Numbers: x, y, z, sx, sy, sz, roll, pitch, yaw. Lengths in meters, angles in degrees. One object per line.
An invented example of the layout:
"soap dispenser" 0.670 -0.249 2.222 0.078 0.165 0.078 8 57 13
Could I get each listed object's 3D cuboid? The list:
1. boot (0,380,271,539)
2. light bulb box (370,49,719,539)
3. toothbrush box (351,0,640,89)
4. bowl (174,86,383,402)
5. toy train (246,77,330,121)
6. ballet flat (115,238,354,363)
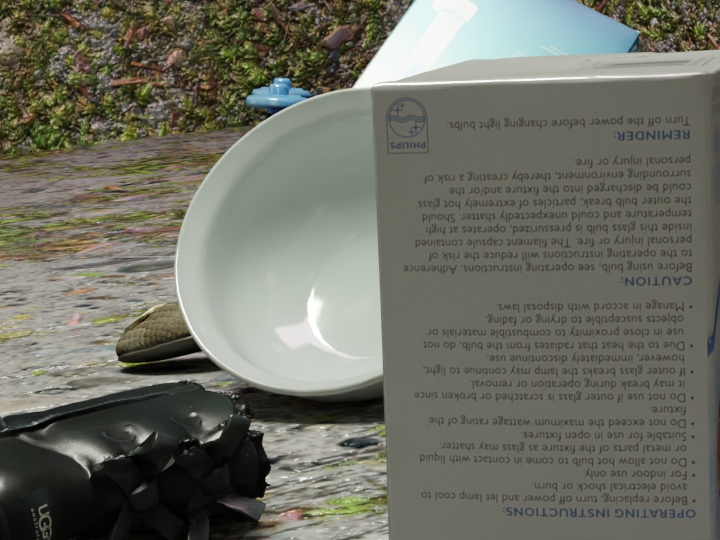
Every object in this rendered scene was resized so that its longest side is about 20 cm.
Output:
"boot" -0.151 0.083 0.901 0.162 0.073 0.198 -14 20 -40
"light bulb box" 0.087 0.017 0.794 0.125 0.200 0.198 0 9 14
"toothbrush box" 0.074 -0.095 1.329 0.146 0.200 0.085 28 -20 16
"bowl" 0.000 0.000 1.166 0.201 0.201 0.090 -1 -29 21
"toy train" -0.026 -0.096 1.478 0.114 0.087 0.200 2 7 -1
"ballet flat" -0.069 0.012 1.272 0.200 0.046 0.067 -22 -8 16
